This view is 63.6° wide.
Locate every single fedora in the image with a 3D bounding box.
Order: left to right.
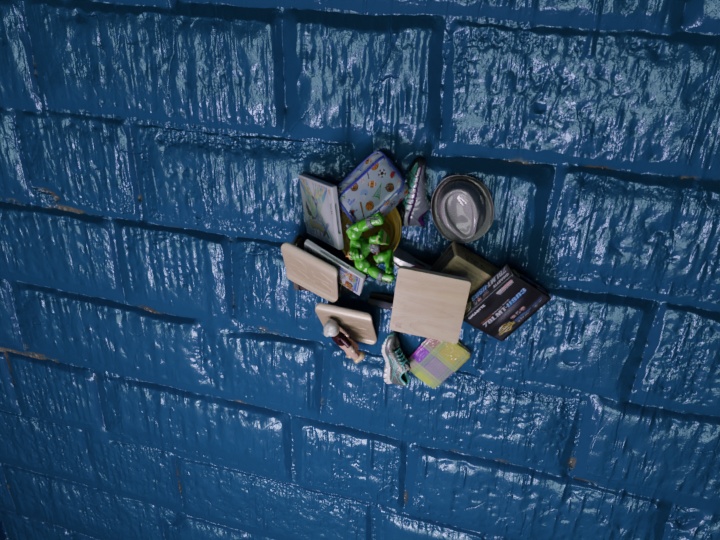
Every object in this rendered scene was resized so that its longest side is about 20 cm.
[{"bbox_3d":[0.279,-0.157,1.592,0.172,0.091,0.205,-11,110,14],"label":"fedora"}]

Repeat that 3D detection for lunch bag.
[{"bbox_3d":[0.024,-0.222,1.615,0.199,0.075,0.162,-39,71,12],"label":"lunch bag"}]

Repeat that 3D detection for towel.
[{"bbox_3d":[0.246,0.280,1.854,0.142,0.023,0.201,37,120,-3],"label":"towel"}]

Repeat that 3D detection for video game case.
[{"bbox_3d":[-0.115,-0.173,1.683,0.199,0.022,0.187,30,132,52],"label":"video game case"},{"bbox_3d":[-0.077,-0.007,1.680,0.197,0.018,0.144,32,160,7],"label":"video game case"}]

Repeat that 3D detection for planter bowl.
[{"bbox_3d":[0.036,-0.113,1.682,0.195,0.083,0.207,-2,84,19],"label":"planter bowl"}]

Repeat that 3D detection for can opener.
[{"bbox_3d":[0.114,0.107,1.790,0.195,0.064,0.081,11,118,12],"label":"can opener"}]

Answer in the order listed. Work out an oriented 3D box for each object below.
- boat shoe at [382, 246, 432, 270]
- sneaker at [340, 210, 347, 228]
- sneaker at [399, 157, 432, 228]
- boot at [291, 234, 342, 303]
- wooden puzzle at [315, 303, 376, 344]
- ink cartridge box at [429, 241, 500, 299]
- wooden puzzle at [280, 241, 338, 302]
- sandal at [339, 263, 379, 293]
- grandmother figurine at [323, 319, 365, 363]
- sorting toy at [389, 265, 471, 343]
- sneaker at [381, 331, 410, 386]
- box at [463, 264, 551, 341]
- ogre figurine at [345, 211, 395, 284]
[{"bbox_3d":[0.144,-0.004,1.725,0.197,0.071,0.065,29,118,1],"label":"boat shoe"},{"bbox_3d":[-0.070,-0.149,1.721,0.071,0.077,0.204,-17,110,22],"label":"sneaker"},{"bbox_3d":[0.168,-0.217,1.633,0.085,0.075,0.204,6,120,-13],"label":"sneaker"},{"bbox_3d":[-0.128,-0.006,1.792,0.170,0.069,0.205,10,118,24],"label":"boot"},{"bbox_3d":[-0.040,0.160,1.833,0.180,0.047,0.201,11,152,12],"label":"wooden puzzle"},{"bbox_3d":[0.296,0.037,1.662,0.197,0.076,0.166,28,122,-20],"label":"ink cartridge box"},{"bbox_3d":[-0.141,-0.001,1.701,0.182,0.047,0.201,27,154,10],"label":"wooden puzzle"},{"bbox_3d":[0.001,0.000,1.782,0.199,0.048,0.076,-40,89,27],"label":"sandal"},{"bbox_3d":[-0.060,0.216,1.821,0.119,0.061,0.201,16,155,36],"label":"grandmother figurine"},{"bbox_3d":[0.192,0.082,1.603,0.194,0.070,0.203,11,121,7],"label":"sorting toy"},{"bbox_3d":[0.123,0.286,1.853,0.090,0.077,0.204,17,128,33],"label":"sneaker"},{"bbox_3d":[0.406,0.096,1.639,0.196,0.050,0.200,26,120,-36],"label":"box"},{"bbox_3d":[0.026,-0.058,1.578,0.117,0.100,0.202,2,140,29],"label":"ogre figurine"}]
